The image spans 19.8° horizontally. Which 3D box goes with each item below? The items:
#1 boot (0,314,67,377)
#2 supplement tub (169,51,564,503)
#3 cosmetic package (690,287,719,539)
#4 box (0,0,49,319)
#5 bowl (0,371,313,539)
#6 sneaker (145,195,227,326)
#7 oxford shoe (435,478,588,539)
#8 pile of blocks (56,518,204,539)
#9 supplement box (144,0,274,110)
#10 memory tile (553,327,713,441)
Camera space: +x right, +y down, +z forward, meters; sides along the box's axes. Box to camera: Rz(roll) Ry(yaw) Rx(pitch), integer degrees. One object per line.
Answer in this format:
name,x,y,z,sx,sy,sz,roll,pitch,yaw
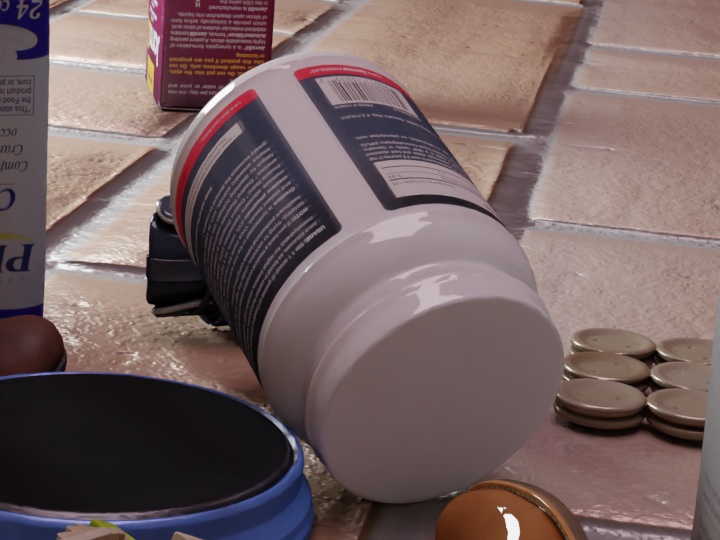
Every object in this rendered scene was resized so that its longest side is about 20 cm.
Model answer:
boot,-0.217,-0.024,0.988,0.187,0.202,0.068,-8,20,-39
supplement tub,0.000,0.000,0.996,0.139,0.141,0.200,-3,39,-26
cosmetic package,0.238,0.099,0.749,0.198,0.168,0.167,2,16,-5
box,-0.252,-0.079,1.174,0.104,0.202,0.184,-4,18,-24
bowl,-0.118,0.091,0.911,0.199,0.040,0.201,5,16,-1
sneaker,-0.041,0.008,1.150,0.145,0.078,0.202,1,13,-25
oxford shoe,0.053,0.132,0.764,0.071,0.072,0.200,-4,18,-11
pile of blocks,-0.126,0.123,0.714,0.199,0.083,0.062,-8,20,-37
supplement box,-0.133,-0.253,1.826,0.102,0.202,0.131,1,16,-12
memory tile,0.208,0.067,1.132,0.198,0.017,0.153,6,16,8
